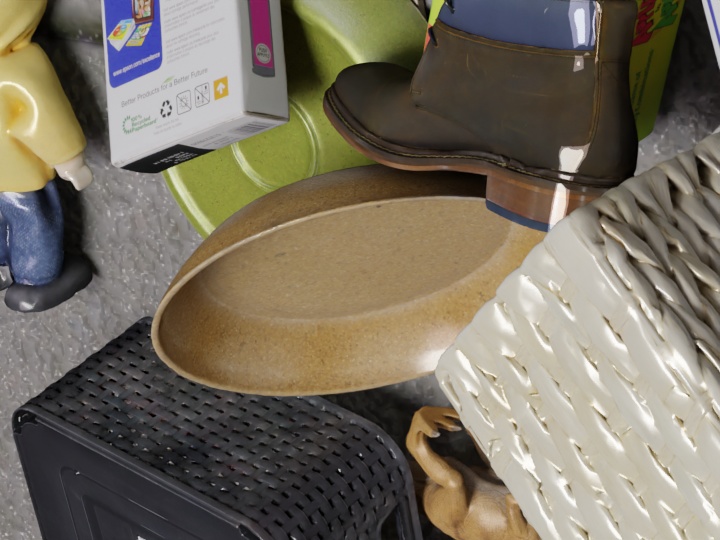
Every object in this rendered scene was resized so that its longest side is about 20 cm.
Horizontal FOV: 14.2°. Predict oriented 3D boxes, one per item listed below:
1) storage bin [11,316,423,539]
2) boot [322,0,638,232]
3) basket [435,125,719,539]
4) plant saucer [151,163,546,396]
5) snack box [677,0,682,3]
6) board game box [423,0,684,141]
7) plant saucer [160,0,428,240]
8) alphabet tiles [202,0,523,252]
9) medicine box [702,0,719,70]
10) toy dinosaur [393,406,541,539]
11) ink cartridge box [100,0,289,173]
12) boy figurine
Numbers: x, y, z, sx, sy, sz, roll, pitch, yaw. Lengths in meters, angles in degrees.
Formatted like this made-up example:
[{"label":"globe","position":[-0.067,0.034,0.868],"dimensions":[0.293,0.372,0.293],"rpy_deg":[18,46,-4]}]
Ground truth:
[{"label":"storage bin","position":[-0.070,0.126,1.457],"dimensions":[0.199,0.094,0.136],"rpy_deg":[24,138,39]},{"label":"boot","position":[0.055,-0.085,1.231],"dimensions":[0.200,0.074,0.098],"rpy_deg":[26,114,50]},{"label":"basket","position":[0.141,0.063,1.087],"dimensions":[0.200,0.123,0.136],"rpy_deg":[55,140,15]},{"label":"plant saucer","position":[0.000,0.000,1.322],"dimensions":[0.200,0.199,0.036],"rpy_deg":[-38,54,44]},{"label":"snack box","position":[0.186,-0.176,1.171],"dimensions":[0.200,0.024,0.072],"rpy_deg":[-24,98,43]},{"label":"board game box","position":[0.089,-0.146,1.216],"dimensions":[0.101,0.048,0.201],"rpy_deg":[39,143,25]},{"label":"plant saucer","position":[-0.035,-0.067,1.394],"dimensions":[0.199,0.031,0.201],"rpy_deg":[18,122,30]},{"label":"alphabet tiles","position":[-0.011,-0.061,1.403],"dimensions":[0.199,0.008,0.168],"rpy_deg":[5,115,37]},{"label":"medicine box","position":[0.246,-0.079,1.102],"dimensions":[0.199,0.103,0.183],"rpy_deg":[1,120,36]},{"label":"toy dinosaur","position":[0.045,0.108,1.411],"dimensions":[0.199,0.060,0.107],"rpy_deg":[18,124,31]},{"label":"ink cartridge box","position":[-0.083,-0.154,1.360],"dimensions":[0.094,0.037,0.201],"rpy_deg":[-18,74,43]},{"label":"boy figurine","position":[-0.192,-0.081,1.498],"dimensions":[0.124,0.064,0.201],"rpy_deg":[13,119,34]}]
